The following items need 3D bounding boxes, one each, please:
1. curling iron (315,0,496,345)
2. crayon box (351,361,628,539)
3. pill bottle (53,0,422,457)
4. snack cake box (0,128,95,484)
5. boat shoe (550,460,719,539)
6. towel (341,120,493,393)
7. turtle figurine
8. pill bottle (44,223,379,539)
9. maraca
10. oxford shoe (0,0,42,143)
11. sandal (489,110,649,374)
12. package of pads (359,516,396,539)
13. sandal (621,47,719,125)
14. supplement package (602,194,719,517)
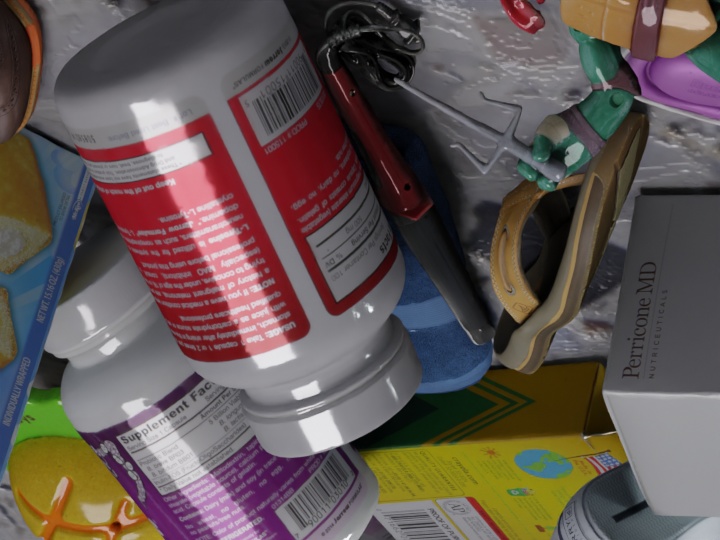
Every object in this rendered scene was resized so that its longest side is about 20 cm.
[{"bbox_3d":[0.028,-0.040,1.185,0.049,0.026,0.201,-19,124,5],"label":"curling iron"},{"bbox_3d":[0.094,0.108,1.421,0.199,0.051,0.127,-5,143,30],"label":"crayon box"},{"bbox_3d":[-0.048,-0.021,1.156,0.112,0.112,0.201,-10,116,34],"label":"pill bottle"},{"bbox_3d":[-0.215,0.015,1.257,0.115,0.201,0.067,28,145,-21],"label":"snack cake box"},{"bbox_3d":[0.162,0.119,1.315,0.199,0.074,0.067,-11,151,-42],"label":"boat shoe"},{"bbox_3d":[0.000,0.000,1.292,0.111,0.049,0.200,2,146,17],"label":"towel"},{"bbox_3d":[0.116,-0.105,1.030,0.199,0.101,0.150,13,143,11],"label":"turtle figurine"},{"bbox_3d":[-0.088,0.074,1.349,0.112,0.112,0.200,-20,114,42],"label":"pill bottle"},{"bbox_3d":[-0.152,0.117,1.479,0.137,0.107,0.200,-18,136,42],"label":"maraca"},{"bbox_3d":[-0.196,-0.111,1.172,0.071,0.073,0.200,6,148,12],"label":"oxford shoe"},{"bbox_3d":[0.087,-0.012,1.220,0.054,0.081,0.200,25,152,-1],"label":"sandal"},{"bbox_3d":[0.062,0.232,1.515,0.200,0.076,0.121,23,133,34],"label":"package of pads"},{"bbox_3d":[0.206,-0.063,1.109,0.202,0.050,0.083,11,149,3],"label":"sandal"},{"bbox_3d":[0.228,0.042,1.201,0.199,0.117,0.117,0,146,21],"label":"supplement package"}]
